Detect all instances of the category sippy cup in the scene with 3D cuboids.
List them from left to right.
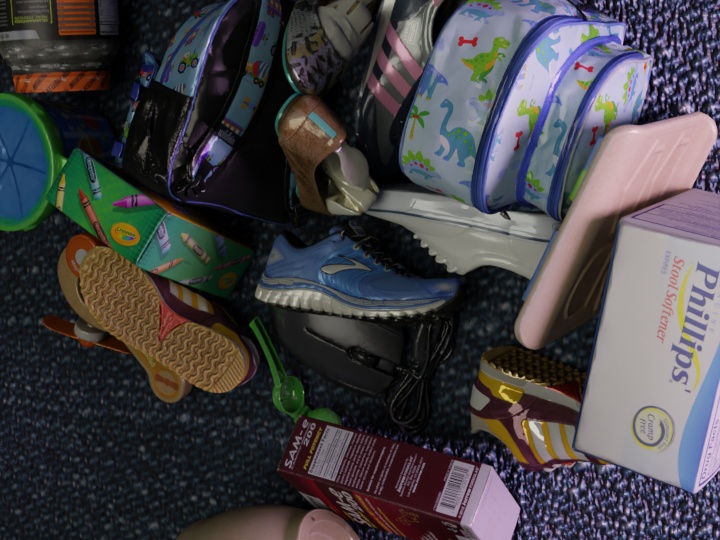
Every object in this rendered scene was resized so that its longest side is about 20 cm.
[{"bbox_3d":[-0.320,-0.115,1.416,0.178,0.130,0.140,50,117,13],"label":"sippy cup"}]

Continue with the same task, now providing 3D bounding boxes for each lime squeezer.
[{"bbox_3d":[-0.042,0.128,1.342,0.200,0.038,0.071,44,125,-2],"label":"lime squeezer"}]

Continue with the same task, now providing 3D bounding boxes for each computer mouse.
[{"bbox_3d":[-0.013,0.059,1.312,0.199,0.053,0.140,27,112,24],"label":"computer mouse"}]

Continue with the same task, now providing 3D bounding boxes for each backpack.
[{"bbox_3d":[-0.115,-0.157,1.267,0.134,0.182,0.202,22,97,43],"label":"backpack"},{"bbox_3d":[0.135,-0.129,1.103,0.146,0.199,0.185,28,111,28],"label":"backpack"}]

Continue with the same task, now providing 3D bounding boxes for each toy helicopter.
[{"bbox_3d":[-0.248,0.057,1.437,0.132,0.079,0.201,-43,80,29],"label":"toy helicopter"}]

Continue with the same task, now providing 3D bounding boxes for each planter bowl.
[{"bbox_3d":[-0.069,0.305,1.305,0.134,0.200,0.202,-30,83,27],"label":"planter bowl"}]

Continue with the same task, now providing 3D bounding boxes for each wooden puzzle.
[{"bbox_3d":[0.194,-0.040,1.089,0.046,0.199,0.187,33,113,25],"label":"wooden puzzle"}]

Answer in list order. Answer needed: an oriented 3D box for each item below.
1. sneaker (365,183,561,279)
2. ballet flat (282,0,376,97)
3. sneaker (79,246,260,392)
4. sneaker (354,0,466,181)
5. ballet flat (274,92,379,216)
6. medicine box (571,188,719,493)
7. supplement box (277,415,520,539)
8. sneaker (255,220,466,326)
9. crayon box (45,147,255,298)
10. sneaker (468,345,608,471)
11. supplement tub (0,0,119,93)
[{"bbox_3d":[0.083,-0.033,1.229,0.198,0.073,0.072,14,104,28],"label":"sneaker"},{"bbox_3d":[-0.019,-0.218,1.195,0.071,0.201,0.073,4,124,6],"label":"ballet flat"},{"bbox_3d":[-0.188,0.047,1.367,0.199,0.090,0.075,39,101,7],"label":"sneaker"},{"bbox_3d":[0.050,-0.169,1.226,0.081,0.070,0.202,20,110,29],"label":"sneaker"},{"bbox_3d":[-0.021,-0.086,1.189,0.072,0.200,0.068,33,77,17],"label":"ballet flat"},{"bbox_3d":[0.256,0.045,1.066,0.102,0.199,0.184,17,106,26],"label":"medicine box"},{"bbox_3d":[0.035,0.200,1.270,0.198,0.109,0.061,12,66,28],"label":"supplement box"},{"bbox_3d":[0.000,0.000,1.246,0.198,0.078,0.090,8,87,21],"label":"sneaker"},{"bbox_3d":[-0.193,-0.041,1.312,0.118,0.200,0.059,34,92,21],"label":"crayon box"},{"bbox_3d":[0.185,0.141,1.206,0.199,0.075,0.091,26,119,31],"label":"sneaker"},{"bbox_3d":[-0.303,-0.280,1.383,0.121,0.122,0.203,3,100,29],"label":"supplement tub"}]
